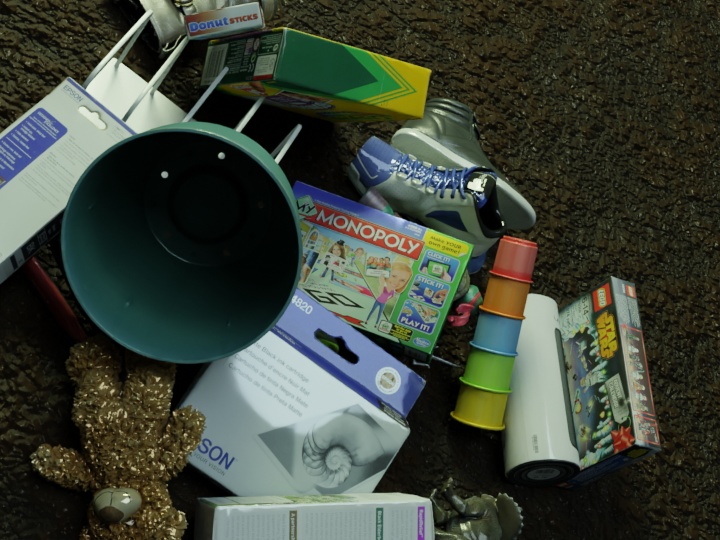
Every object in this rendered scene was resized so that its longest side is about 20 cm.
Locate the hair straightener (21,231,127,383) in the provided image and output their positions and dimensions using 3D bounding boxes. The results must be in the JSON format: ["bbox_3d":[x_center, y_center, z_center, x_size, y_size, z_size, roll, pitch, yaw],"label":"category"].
[{"bbox_3d":[-0.230,0.046,1.130,0.077,0.041,0.200,-33,84,-32],"label":"hair straightener"}]

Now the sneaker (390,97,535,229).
[{"bbox_3d":[0.139,-0.135,1.478,0.200,0.071,0.099,34,54,-8],"label":"sneaker"}]

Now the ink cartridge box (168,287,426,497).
[{"bbox_3d":[-0.057,0.131,1.152,0.199,0.041,0.200,36,74,-11],"label":"ink cartridge box"}]

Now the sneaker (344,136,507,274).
[{"bbox_3d":[0.092,-0.093,1.392,0.199,0.115,0.081,40,47,-8],"label":"sneaker"}]

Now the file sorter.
[{"bbox_3d":[-0.182,-0.139,1.226,0.200,0.125,0.139,37,48,-10],"label":"file sorter"}]

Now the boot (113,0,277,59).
[{"bbox_3d":[-0.202,-0.334,1.373,0.174,0.069,0.200,-21,69,-32],"label":"boot"}]

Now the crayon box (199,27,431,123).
[{"bbox_3d":[-0.051,-0.201,1.305,0.172,0.200,0.058,12,90,-29],"label":"crayon box"}]

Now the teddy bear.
[{"bbox_3d":[-0.203,0.144,1.054,0.145,0.067,0.200,14,67,-4],"label":"teddy bear"}]

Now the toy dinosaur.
[{"bbox_3d":[0.099,0.271,1.205,0.102,0.077,0.200,36,46,-2],"label":"toy dinosaur"}]

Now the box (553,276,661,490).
[{"bbox_3d":[0.256,0.125,1.358,0.040,0.137,0.200,17,54,-29],"label":"box"}]

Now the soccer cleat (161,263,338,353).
[{"bbox_3d":[-0.111,0.041,1.207,0.200,0.068,0.081,16,54,-23],"label":"soccer cleat"}]

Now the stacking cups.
[{"bbox_3d":[0.146,0.065,1.294,0.060,0.060,0.200,9,99,-30],"label":"stacking cups"}]

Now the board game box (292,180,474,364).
[{"bbox_3d":[0.000,0.000,1.259,0.200,0.029,0.135,20,64,8],"label":"board game box"}]

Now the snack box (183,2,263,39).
[{"bbox_3d":[-0.133,-0.247,1.233,0.072,0.200,0.024,-10,101,-2],"label":"snack box"}]

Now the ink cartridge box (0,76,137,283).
[{"bbox_3d":[-0.299,-0.078,1.110,0.099,0.039,0.200,40,68,13],"label":"ink cartridge box"}]

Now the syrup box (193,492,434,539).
[{"bbox_3d":[-0.041,0.239,1.083,0.200,0.079,0.082,3,85,-20],"label":"syrup box"}]

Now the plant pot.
[{"bbox_3d":[-0.145,-0.041,1.088,0.200,0.201,0.161,38,14,-10],"label":"plant pot"}]

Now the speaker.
[{"bbox_3d":[0.187,0.128,1.349,0.081,0.081,0.200,14,56,-27],"label":"speaker"}]

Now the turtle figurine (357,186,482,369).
[{"bbox_3d":[0.063,0.004,1.332,0.200,0.101,0.150,38,48,-2],"label":"turtle figurine"}]
